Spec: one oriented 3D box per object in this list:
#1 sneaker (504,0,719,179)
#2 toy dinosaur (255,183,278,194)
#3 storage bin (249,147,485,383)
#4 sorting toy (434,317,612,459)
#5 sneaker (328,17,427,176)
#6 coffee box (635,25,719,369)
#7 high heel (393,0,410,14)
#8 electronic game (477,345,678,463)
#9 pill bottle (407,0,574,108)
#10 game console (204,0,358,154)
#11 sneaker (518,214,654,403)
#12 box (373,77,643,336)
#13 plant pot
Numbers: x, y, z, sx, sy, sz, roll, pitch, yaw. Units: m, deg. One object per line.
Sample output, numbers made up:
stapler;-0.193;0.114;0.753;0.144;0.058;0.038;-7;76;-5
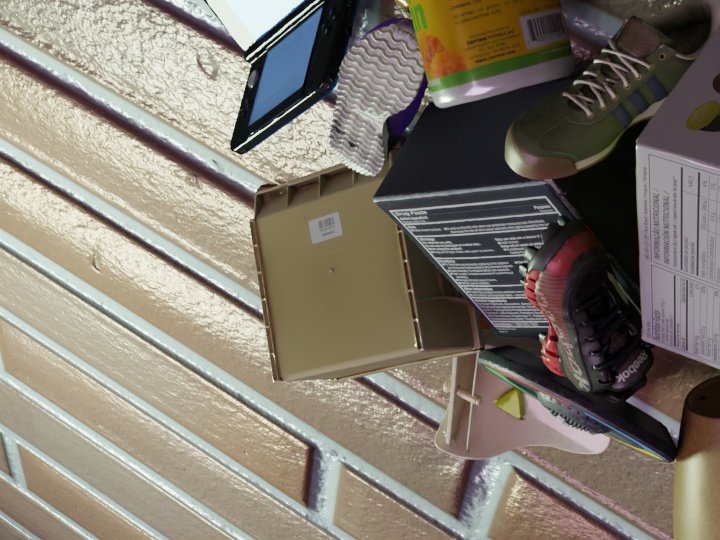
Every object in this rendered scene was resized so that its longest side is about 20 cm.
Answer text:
sneaker;0.189;-0.145;1.034;0.067;0.200;0.090;47;151;32
toy dinosaur;-0.014;0.005;1.571;0.200;0.105;0.182;63;180;41
storage bin;0.000;0.000;1.388;0.200;0.094;0.199;-15;80;41
sorting toy;0.178;0.120;1.457;0.180;0.107;0.200;21;142;17
sneaker;0.028;-0.174;1.246;0.070;0.100;0.200;33;151;3
coffee box;0.323;-0.050;0.991;0.198;0.200;0.200;21;144;30
high heel;0.064;-0.230;1.203;0.200;0.071;0.143;42;172;-24
electronic game;0.198;0.124;1.300;0.200;0.042;0.200;28;176;2
pill bottle;0.085;-0.231;1.065;0.111;0.111;0.200;-8;99;51
game console;-0.098;-0.227;1.311;0.118;0.171;0.200;23;155;-23
sneaker;0.178;0.037;1.075;0.098;0.071;0.201;43;166;34
box;0.158;-0.049;1.200;0.200;0.123;0.198;-3;141;47
plant pot;0.362;0.199;1.299;0.186;0.186;0.200;1;115;46
